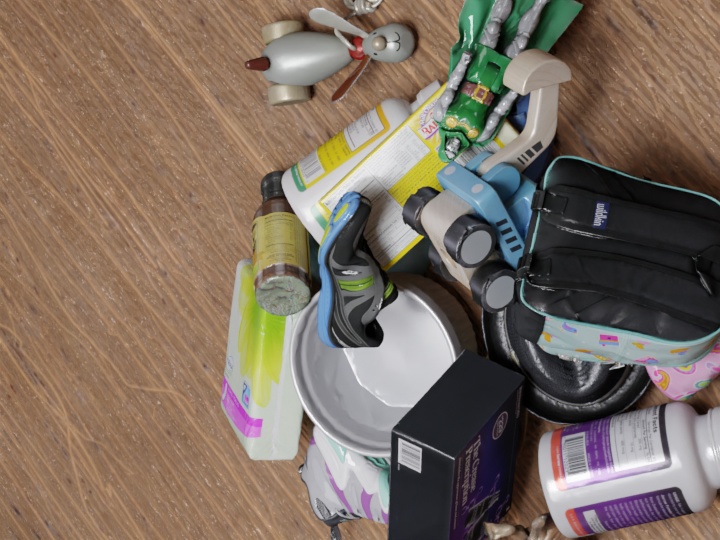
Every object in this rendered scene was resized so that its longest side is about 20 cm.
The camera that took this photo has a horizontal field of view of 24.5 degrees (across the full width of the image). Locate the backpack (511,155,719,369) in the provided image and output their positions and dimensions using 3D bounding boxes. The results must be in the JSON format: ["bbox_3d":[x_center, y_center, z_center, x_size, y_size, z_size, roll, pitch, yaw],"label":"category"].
[{"bbox_3d":[0.253,0.005,1.543,0.200,0.153,0.176,9,65,12],"label":"backpack"}]

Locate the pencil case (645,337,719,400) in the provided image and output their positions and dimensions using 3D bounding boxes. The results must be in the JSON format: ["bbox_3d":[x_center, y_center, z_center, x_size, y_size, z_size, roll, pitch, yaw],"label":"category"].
[{"bbox_3d":[0.367,0.051,1.593,0.200,0.087,0.088,-35,78,33],"label":"pencil case"}]

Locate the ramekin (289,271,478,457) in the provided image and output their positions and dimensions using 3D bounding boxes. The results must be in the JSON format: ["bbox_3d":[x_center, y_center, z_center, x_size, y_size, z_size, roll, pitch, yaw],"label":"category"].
[{"bbox_3d":[0.034,0.094,1.800,0.200,0.105,0.201,6,103,26],"label":"ramekin"}]

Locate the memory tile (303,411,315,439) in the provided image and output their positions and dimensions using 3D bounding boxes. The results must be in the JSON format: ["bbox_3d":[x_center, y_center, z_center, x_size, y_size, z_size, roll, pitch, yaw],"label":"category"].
[{"bbox_3d":[-0.003,0.162,1.916,0.200,0.017,0.153,41,119,22],"label":"memory tile"}]

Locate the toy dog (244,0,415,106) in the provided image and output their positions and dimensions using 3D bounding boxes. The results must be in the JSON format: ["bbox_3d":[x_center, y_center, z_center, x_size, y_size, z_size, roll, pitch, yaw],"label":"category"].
[{"bbox_3d":[-0.048,-0.241,1.823,0.200,0.096,0.132,-32,80,35],"label":"toy dog"}]

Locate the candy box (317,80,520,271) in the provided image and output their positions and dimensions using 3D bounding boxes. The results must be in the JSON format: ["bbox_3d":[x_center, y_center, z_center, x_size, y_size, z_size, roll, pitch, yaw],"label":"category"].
[{"bbox_3d":[0.063,-0.100,1.689,0.200,0.026,0.102,-42,93,13],"label":"candy box"}]

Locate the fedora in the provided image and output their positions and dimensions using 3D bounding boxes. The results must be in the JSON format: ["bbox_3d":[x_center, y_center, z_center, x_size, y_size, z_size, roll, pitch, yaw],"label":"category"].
[{"bbox_3d":[0.209,0.058,1.662,0.200,0.092,0.201,0,90,10],"label":"fedora"}]

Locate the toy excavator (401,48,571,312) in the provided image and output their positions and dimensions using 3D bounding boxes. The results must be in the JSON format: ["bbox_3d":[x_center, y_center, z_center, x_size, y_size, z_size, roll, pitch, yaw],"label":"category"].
[{"bbox_3d":[0.141,-0.092,1.614,0.100,0.200,0.195,38,164,50],"label":"toy excavator"}]

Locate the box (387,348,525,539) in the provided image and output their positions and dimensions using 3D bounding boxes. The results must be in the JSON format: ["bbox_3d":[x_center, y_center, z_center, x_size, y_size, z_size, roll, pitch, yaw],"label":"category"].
[{"bbox_3d":[0.096,0.204,1.687,0.079,0.141,0.200,22,135,23],"label":"box"}]

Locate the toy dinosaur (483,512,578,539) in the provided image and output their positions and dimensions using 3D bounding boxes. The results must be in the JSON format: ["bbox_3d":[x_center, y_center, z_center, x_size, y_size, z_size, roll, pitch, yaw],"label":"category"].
[{"bbox_3d":[0.202,0.307,1.723,0.086,0.135,0.200,-126,29,-53],"label":"toy dinosaur"}]

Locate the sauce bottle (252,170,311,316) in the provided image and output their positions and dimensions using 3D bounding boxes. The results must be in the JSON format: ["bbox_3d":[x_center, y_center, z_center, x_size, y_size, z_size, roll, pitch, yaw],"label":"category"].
[{"bbox_3d":[-0.088,-0.035,1.830,0.065,0.065,0.200,-51,26,30],"label":"sauce bottle"}]

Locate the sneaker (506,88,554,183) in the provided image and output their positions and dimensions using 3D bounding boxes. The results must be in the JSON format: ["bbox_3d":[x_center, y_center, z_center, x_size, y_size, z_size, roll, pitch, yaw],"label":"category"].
[{"bbox_3d":[0.151,-0.183,1.703,0.074,0.082,0.200,0,100,33],"label":"sneaker"}]

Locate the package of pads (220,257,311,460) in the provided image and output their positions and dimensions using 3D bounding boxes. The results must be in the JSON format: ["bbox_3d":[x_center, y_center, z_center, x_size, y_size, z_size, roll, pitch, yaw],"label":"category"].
[{"bbox_3d":[-0.108,0.098,1.906,0.155,0.068,0.200,-132,48,-66],"label":"package of pads"}]

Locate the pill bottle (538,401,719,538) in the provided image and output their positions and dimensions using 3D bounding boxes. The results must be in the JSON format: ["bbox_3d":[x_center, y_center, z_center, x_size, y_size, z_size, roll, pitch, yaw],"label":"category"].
[{"bbox_3d":[0.287,0.193,1.643,0.200,0.111,0.112,-15,90,19],"label":"pill bottle"}]

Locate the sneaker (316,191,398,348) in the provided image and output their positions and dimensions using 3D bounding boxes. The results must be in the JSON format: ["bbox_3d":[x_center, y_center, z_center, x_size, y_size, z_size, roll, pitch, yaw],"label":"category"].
[{"bbox_3d":[0.000,0.001,1.683,0.083,0.071,0.200,9,131,10],"label":"sneaker"}]

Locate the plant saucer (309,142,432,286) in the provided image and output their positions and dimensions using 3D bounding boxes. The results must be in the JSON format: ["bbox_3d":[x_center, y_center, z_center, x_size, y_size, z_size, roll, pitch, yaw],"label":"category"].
[{"bbox_3d":[-0.009,-0.053,1.866,0.201,0.039,0.201,7,102,35],"label":"plant saucer"}]

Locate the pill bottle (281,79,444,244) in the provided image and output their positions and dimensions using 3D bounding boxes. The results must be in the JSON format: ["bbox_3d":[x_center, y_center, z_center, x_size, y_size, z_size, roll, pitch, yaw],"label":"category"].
[{"bbox_3d":[0.026,-0.113,1.761,0.200,0.113,0.113,-35,77,12],"label":"pill bottle"}]

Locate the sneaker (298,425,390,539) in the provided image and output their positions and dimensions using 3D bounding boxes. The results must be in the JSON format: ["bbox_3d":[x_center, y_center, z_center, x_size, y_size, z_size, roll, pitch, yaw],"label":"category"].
[{"bbox_3d":[0.005,0.267,1.880,0.200,0.078,0.140,45,123,31],"label":"sneaker"}]

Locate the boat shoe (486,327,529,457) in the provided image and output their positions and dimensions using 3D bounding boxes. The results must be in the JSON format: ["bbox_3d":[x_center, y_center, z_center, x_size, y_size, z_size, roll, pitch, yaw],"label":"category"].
[{"bbox_3d":[0.153,0.143,1.783,0.073,0.063,0.200,21,115,6],"label":"boat shoe"}]

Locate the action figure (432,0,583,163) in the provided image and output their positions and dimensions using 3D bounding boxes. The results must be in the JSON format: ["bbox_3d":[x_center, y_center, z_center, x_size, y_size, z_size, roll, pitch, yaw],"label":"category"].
[{"bbox_3d":[0.127,-0.196,1.628,0.118,0.055,0.200,24,98,-7],"label":"action figure"}]
